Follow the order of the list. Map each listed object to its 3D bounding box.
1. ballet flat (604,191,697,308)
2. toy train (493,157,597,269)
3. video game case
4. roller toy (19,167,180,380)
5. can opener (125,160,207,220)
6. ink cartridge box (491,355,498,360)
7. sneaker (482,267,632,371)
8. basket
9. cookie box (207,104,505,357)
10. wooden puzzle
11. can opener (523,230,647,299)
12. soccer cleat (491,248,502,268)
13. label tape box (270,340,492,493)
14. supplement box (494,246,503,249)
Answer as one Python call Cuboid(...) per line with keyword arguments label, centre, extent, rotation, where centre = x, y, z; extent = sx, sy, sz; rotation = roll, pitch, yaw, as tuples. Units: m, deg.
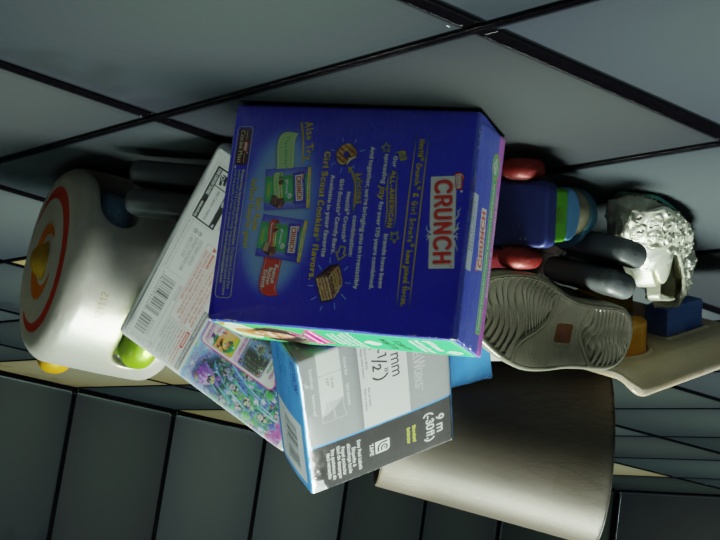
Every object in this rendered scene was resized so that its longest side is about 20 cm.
Cuboid(label="ballet flat", centre=(0.254, -0.010, 1.431), extent=(0.071, 0.073, 0.200), rotation=(4, 167, 23))
Cuboid(label="toy train", centre=(0.086, -0.049, 1.362), extent=(0.198, 0.086, 0.115), rotation=(4, -177, 34))
Cuboid(label="video game case", centre=(-0.089, 0.024, 1.414), extent=(0.181, 0.201, 0.024), rotation=(35, -157, 8))
Cuboid(label="roller toy", centre=(-0.243, 0.003, 1.567), extent=(0.139, 0.184, 0.200), rotation=(13, 165, -24))
Cuboid(label="can opener", centre=(-0.106, -0.059, 1.453), extent=(0.198, 0.053, 0.066), rotation=(6, 170, 12))
Cuboid(label="ink cartridge box", centre=(0.102, 0.110, 1.735), extent=(0.143, 0.149, 0.200), rotation=(-1, -170, -27))
Cuboid(label="sneaker", centre=(0.123, 0.037, 1.362), extent=(0.199, 0.076, 0.106), rotation=(17, 180, -44))
Cuboid(label="basket", centre=(0.116, 0.151, 1.499), extent=(0.198, 0.182, 0.137), rotation=(7, 140, -3))
Cuboid(label="cookie box", centre=(-0.002, -0.030, 1.256), extent=(0.198, 0.173, 0.075), rotation=(4, 171, 22))
Cuboid(label="wooden puzzle", centre=(0.235, 0.048, 1.541), extent=(0.184, 0.047, 0.199), rotation=(-13, -156, -40))
Cuboid(label="can opener", centre=(0.188, -0.009, 1.413), extent=(0.066, 0.053, 0.200), rotation=(19, 179, -17))
Cuboid(label="soccer cleat", centre=(0.047, 0.043, 1.455), extent=(0.067, 0.199, 0.076), rotation=(53, 175, -24))
Cuboid(label="label tape box", centre=(0.030, 0.080, 1.370), extent=(0.198, 0.144, 0.066), rotation=(-18, -142, -17))
Cuboid(label="supplement box", centre=(0.047, -0.020, 1.545), extent=(0.198, 0.062, 0.109), rotation=(6, 169, 9))
